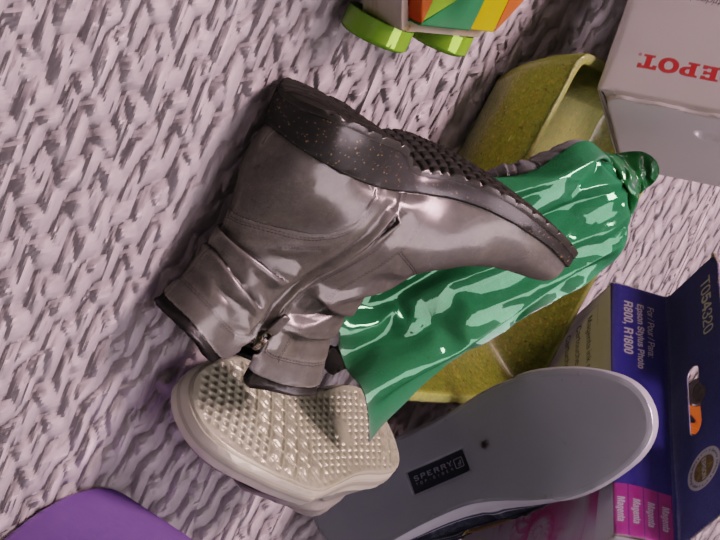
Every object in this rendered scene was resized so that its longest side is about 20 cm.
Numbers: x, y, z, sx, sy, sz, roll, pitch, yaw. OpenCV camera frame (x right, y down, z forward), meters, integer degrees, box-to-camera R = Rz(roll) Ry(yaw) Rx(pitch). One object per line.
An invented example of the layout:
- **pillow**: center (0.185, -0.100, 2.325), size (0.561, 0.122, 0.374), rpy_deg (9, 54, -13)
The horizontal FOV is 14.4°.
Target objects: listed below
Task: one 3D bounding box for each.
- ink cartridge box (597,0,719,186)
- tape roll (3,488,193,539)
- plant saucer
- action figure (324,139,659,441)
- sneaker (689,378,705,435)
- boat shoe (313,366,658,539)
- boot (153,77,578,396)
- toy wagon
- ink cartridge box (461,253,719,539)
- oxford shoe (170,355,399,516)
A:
- **ink cartridge box**: center (0.222, -0.141, 1.472), size (0.084, 0.144, 0.201), rpy_deg (67, 39, -60)
- **tape roll**: center (-0.133, 0.206, 1.303), size (0.200, 0.085, 0.200), rpy_deg (-46, 156, -28)
- **plant saucer**: center (0.085, -0.026, 1.528), size (0.200, 0.048, 0.200), rpy_deg (-62, 158, 7)
- **action figure**: center (0.065, -0.012, 1.400), size (0.200, 0.055, 0.118), rpy_deg (-25, 115, -21)
- **sneaker**: center (0.218, 0.149, 2.024), size (0.200, 0.076, 0.092), rpy_deg (-20, 141, -57)
- **boat shoe**: center (0.076, 0.101, 1.539), size (0.200, 0.071, 0.091), rpy_deg (-19, 170, 21)
- **boot**: center (0.000, 0.000, 1.306), size (0.200, 0.068, 0.131), rpy_deg (22, 102, -41)
- **toy wagon**: center (0.064, -0.172, 1.302), size (0.200, 0.040, 0.156), rpy_deg (-5, 123, -64)
- **ink cartridge box**: center (0.125, 0.105, 1.573), size (0.200, 0.043, 0.197), rpy_deg (-48, -155, 35)
- **oxford shoe**: center (-0.044, 0.086, 1.376), size (0.058, 0.075, 0.200), rpy_deg (-27, 165, 18)
